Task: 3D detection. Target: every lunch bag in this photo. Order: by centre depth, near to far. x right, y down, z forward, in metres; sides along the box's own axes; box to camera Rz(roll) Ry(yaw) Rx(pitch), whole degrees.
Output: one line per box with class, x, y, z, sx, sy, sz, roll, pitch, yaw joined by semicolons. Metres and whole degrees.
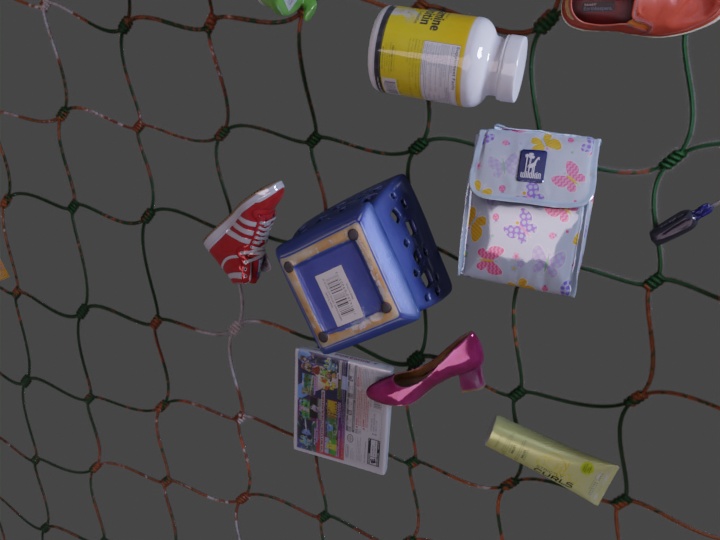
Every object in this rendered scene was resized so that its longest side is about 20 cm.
lunch bag;0.224;-0.085;0.916;0.165;0.127;0.206;11;104;16

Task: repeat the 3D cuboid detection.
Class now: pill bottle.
pill bottle;0.115;-0.280;0.903;0.195;0.112;0.115;14;112;17

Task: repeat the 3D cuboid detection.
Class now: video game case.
video game case;-0.032;0.241;1.183;0.177;0.023;0.206;10;111;19

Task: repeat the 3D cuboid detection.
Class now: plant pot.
plant pot;0.000;0.000;1.003;0.196;0.180;0.204;-22;97;26

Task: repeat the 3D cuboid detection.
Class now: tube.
tube;0.290;0.288;1.050;0.196;0.053;0.058;25;155;8

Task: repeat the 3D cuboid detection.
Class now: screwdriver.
screwdriver;0.463;-0.091;0.870;0.198;0.029;0.028;-34;92;24

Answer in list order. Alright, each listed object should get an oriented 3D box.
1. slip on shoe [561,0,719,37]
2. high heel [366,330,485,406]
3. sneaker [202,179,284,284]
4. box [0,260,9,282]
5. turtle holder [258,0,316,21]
slip on shoe;0.342;-0.322;0.824;0.194;0.061;0.076;6;107;19
high heel;0.096;0.151;1.065;0.194;0.068;0.098;-8;113;17
sneaker;-0.169;-0.054;1.117;0.199;0.071;0.114;-36;87;35
box;-0.818;-0.052;1.407;0.117;0.041;0.204;-22;99;27
turtle holder;-0.097;-0.452;0.921;0.130;0.141;0.188;35;118;9
